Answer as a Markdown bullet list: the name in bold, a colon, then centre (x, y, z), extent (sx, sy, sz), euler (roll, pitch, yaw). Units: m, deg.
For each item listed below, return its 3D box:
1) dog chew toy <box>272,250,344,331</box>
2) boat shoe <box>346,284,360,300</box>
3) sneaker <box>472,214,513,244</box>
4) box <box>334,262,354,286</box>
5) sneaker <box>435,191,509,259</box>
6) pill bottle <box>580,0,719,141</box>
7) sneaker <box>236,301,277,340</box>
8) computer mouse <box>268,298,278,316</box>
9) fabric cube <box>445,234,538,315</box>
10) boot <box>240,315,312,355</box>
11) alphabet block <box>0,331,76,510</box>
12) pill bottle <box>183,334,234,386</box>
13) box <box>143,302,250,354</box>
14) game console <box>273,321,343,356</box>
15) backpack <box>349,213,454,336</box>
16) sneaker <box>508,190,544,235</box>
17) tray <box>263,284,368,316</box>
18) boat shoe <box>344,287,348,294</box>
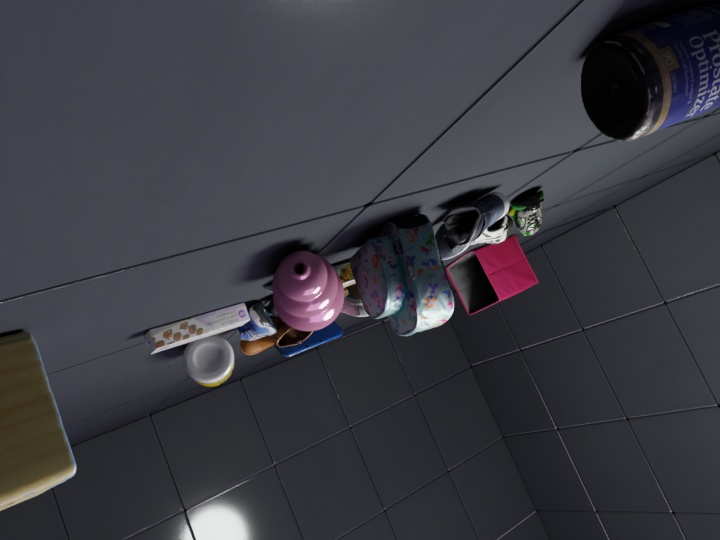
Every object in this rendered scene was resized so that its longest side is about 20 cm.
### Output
- **dog chew toy**: centre (-0.090, 0.028, 0.963), extent (0.124, 0.125, 0.200), euler (-23, 164, -6)
- **boat shoe**: centre (-0.021, 0.041, 1.421), extent (0.076, 0.072, 0.200), euler (-35, -175, -26)
- **sneaker**: centre (0.319, -0.106, 1.369), extent (0.200, 0.074, 0.088), euler (-16, 170, -45)
- **box**: centre (0.000, 0.000, 1.224), extent (0.200, 0.039, 0.041), euler (-18, 170, -31)
- **sneaker**: centre (0.186, -0.073, 1.154), extent (0.146, 0.077, 0.202), euler (-31, 170, -49)
- **pill bottle**: centre (0.354, -0.224, 0.633), extent (0.200, 0.112, 0.112), euler (-22, 171, -10)
- **sneaker**: centre (-0.230, 0.121, 1.266), extent (0.077, 0.076, 0.200), euler (-26, 171, -14)
- **computer mouse**: centre (-0.147, 0.062, 1.305), extent (0.059, 0.034, 0.200), euler (-54, 166, 18)
- **fabric cube**: centre (0.468, 0.016, 2.089), extent (0.199, 0.200, 0.196), euler (-21, 170, -28)
- **boot**: centre (-0.201, 0.155, 1.388), extent (0.200, 0.074, 0.155), euler (-37, -160, -1)
- **alphabet block**: centre (-0.500, 0.211, 0.708), extent (0.200, 0.197, 0.195), euler (-14, 165, -47)
- **pill bottle**: centre (-0.358, 0.218, 1.393), extent (0.112, 0.113, 0.200), euler (-21, 171, -16)
- **box**: centre (-0.308, 0.108, 1.111), extent (0.200, 0.039, 0.041), euler (-16, 170, -40)
- **game console**: centre (-0.179, 0.173, 1.578), extent (0.200, 0.118, 0.171), euler (-16, 168, -38)
- **backpack**: centre (0.078, 0.018, 1.058), extent (0.150, 0.200, 0.178), euler (-20, 171, -22)
- **sneaker**: centre (0.413, -0.135, 1.406), extent (0.078, 0.085, 0.200), euler (-25, 171, 8)
- **tray**: centre (-0.075, 0.051, 1.118), extent (0.200, 0.022, 0.107), euler (15, -176, 18)
- **boat shoe**: centre (-0.073, 0.049, 1.320), extent (0.073, 0.063, 0.201), euler (-39, 176, -8)
